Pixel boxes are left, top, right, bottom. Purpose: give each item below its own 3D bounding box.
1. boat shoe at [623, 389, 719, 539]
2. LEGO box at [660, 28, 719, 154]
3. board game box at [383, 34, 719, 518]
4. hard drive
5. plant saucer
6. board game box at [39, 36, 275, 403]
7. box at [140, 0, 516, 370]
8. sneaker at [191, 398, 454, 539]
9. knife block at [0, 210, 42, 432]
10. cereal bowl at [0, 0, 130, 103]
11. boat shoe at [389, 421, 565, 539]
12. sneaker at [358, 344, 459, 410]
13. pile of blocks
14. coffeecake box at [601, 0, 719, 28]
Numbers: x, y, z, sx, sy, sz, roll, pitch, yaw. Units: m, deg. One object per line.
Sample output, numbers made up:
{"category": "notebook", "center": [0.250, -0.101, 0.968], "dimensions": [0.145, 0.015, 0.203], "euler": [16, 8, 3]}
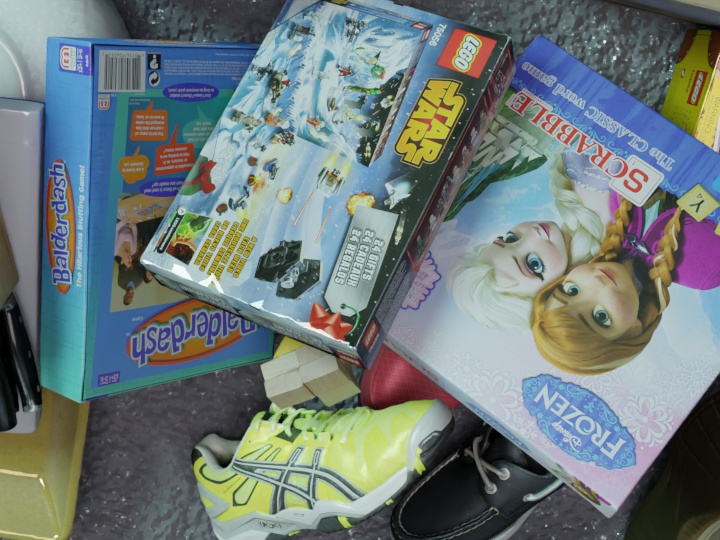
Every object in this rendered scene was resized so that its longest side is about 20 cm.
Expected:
{"category": "boat shoe", "center": [0.238, 0.145, 0.814], "dimensions": [0.066, 0.072, 0.201], "euler": [4, 130, -23]}
{"category": "LEGO box", "center": [0.255, -0.037, 0.786], "dimensions": [0.149, 0.077, 0.200], "euler": [14, 102, -6]}
{"category": "board game box", "center": [0.120, -0.002, 0.705], "dimensions": [0.200, 0.041, 0.200], "euler": [36, 79, 14]}
{"category": "hard drive", "center": [-0.250, -0.004, 0.717], "dimensions": [0.132, 0.025, 0.200], "euler": [5, 112, -4]}
{"category": "plant saucer", "center": [-0.267, 0.064, 0.785], "dimensions": [0.200, 0.048, 0.200], "euler": [10, 111, -6]}
{"category": "board game box", "center": [-0.113, -0.035, 0.738], "dimensions": [0.045, 0.152, 0.200], "euler": [14, 105, 40]}
{"category": "box", "center": [-0.015, -0.060, 0.699], "dimensions": [0.137, 0.040, 0.200], "euler": [21, 73, 20]}
{"category": "sneaker", "center": [-0.032, 0.117, 0.776], "dimensions": [0.200, 0.075, 0.076], "euler": [-27, 99, 31]}
{"category": "knife block", "center": [-0.218, -0.007, 0.669], "dimensions": [0.176, 0.064, 0.200], "euler": [34, 107, -14]}
{"category": "cereal bowl", "center": [-0.237, -0.108, 0.742], "dimensions": [0.200, 0.083, 0.200], "euler": [-1, 102, -3]}
{"category": "boat shoe", "center": [0.103, 0.119, 0.809], "dimensions": [0.200, 0.076, 0.060], "euler": [-32, 143, -5]}
{"category": "sneaker", "center": [0.077, 0.032, 0.780], "dimensions": [0.200, 0.087, 0.074], "euler": [-41, 101, 6]}
{"category": "pile of blocks", "center": [0.000, 0.000, 0.777], "dimensions": [0.082, 0.062, 0.200], "euler": [29, 77, 27]}
{"category": "coffeecake box", "center": [0.204, -0.173, 0.690], "dimensions": [0.153, 0.200, 0.073], "euler": [11, 102, -6]}
